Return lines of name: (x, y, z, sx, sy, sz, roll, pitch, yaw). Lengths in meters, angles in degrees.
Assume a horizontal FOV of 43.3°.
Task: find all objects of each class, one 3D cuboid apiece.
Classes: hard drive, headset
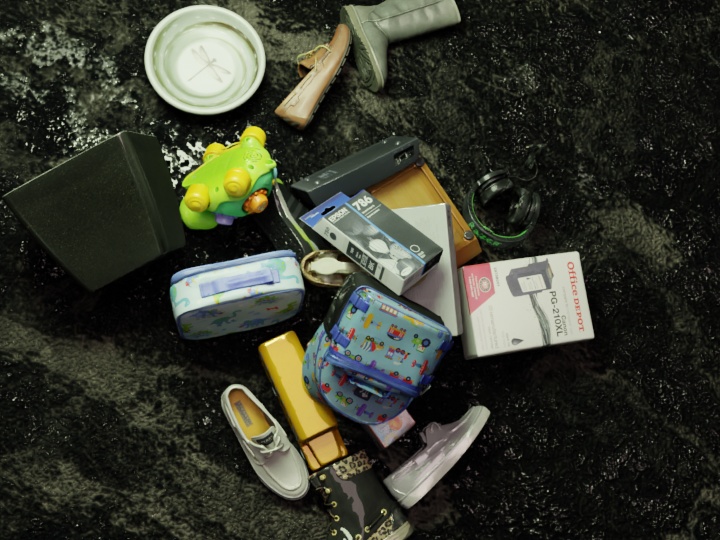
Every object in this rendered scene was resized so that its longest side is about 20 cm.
hard drive: (-0.007, -0.160, 1.470, 0.199, 0.135, 0.043, -27, 107, -12)
headset: (0.253, -0.128, 1.512, 0.123, 0.094, 0.200, 35, 56, 2)

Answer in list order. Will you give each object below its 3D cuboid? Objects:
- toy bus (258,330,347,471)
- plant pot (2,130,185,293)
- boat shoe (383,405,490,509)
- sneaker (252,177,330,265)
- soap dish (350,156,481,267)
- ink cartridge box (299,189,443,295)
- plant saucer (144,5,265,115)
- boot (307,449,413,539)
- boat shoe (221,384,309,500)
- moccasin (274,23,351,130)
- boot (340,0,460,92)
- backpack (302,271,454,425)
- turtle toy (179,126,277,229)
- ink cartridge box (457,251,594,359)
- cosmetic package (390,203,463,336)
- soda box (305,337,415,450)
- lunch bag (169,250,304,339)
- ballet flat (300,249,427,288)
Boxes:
toy bus: (-0.087, 0.199, 1.376, 0.065, 0.078, 0.201, -23, 73, -13)
plant pot: (-0.369, -0.079, 1.348, 0.199, 0.200, 0.178, -28, 94, 3)
boat shoe: (0.116, 0.273, 1.399, 0.069, 0.072, 0.200, 44, 82, 6)
sneaker: (-0.113, -0.080, 1.475, 0.083, 0.072, 0.201, -12, 68, -47)
soap dish: (0.086, -0.077, 1.481, 0.157, 0.081, 0.201, -32, 81, -15)
ink cartridge box: (0.015, -0.054, 1.329, 0.200, 0.039, 0.099, 36, 50, 20)
plant saucer: (-0.260, -0.345, 1.524, 0.199, 0.050, 0.202, 2, 73, -7)
boot: (-0.037, 0.370, 1.341, 0.199, 0.073, 0.151, -25, 79, -14)
boat shoe: (-0.142, 0.256, 1.359, 0.071, 0.070, 0.201, -31, 83, -14)
moccasin: (-0.079, -0.336, 1.541, 0.077, 0.074, 0.202, 31, 82, -7)
boot: (0.082, -0.415, 1.591, 0.199, 0.073, 0.183, -15, 79, -19)
backpack: (0.015, 0.129, 1.290, 0.182, 0.135, 0.201, 30, 98, -12)
turtle toy: (-0.208, -0.127, 1.410, 0.101, 0.199, 0.146, 52, 33, -32)
ink cartridge box: (0.260, 0.056, 1.461, 0.198, 0.084, 0.146, -8, 83, -10)
cosmetic package: (0.072, 0.005, 1.393, 0.150, 0.052, 0.202, -5, 91, 16)
soda box: (-0.003, 0.179, 1.403, 0.063, 0.068, 0.200, -36, 82, -13)
lunch bag: (-0.185, 0.036, 1.368, 0.199, 0.161, 0.083, -13, 74, -10)
ballet flat: (0.000, 0.000, 1.356, 0.199, 0.065, 0.071, -3, 84, 17)
